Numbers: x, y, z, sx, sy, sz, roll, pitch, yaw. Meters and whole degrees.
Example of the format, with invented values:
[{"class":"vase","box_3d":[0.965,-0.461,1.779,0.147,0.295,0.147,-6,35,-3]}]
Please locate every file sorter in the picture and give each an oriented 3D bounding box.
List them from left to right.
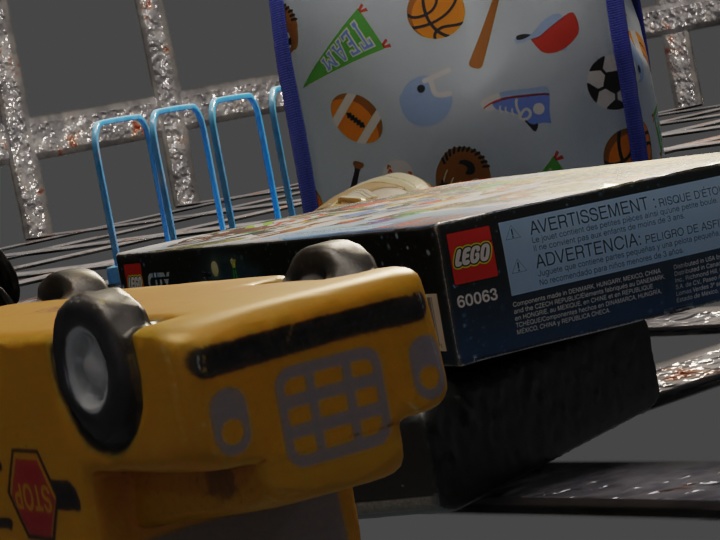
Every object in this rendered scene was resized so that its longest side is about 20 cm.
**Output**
[{"class":"file sorter","box_3d":[-0.085,-0.071,1.762,0.200,0.123,0.139,-10,4,14]}]

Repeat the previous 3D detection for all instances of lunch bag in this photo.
[{"class":"lunch bag","box_3d":[0.052,-0.087,1.100,0.170,0.200,0.124,-11,4,10]}]

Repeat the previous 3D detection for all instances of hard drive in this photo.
[{"class":"hard drive","box_3d":[-0.032,0.046,0.679,0.200,0.033,0.139,-9,4,31]}]

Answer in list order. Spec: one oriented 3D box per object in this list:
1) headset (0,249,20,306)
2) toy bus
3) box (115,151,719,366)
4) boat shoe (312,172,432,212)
[{"class":"headset","box_3d":[-0.178,0.039,0.628,0.200,0.094,0.123,-31,23,-29]},{"class":"toy bus","box_3d":[-0.062,0.041,0.518,0.065,0.078,0.200,-13,5,-36]},{"class":"box","box_3d":[0.030,-0.004,0.698,0.136,0.038,0.200,-13,5,-29]},{"class":"boat shoe","box_3d":[0.000,0.000,0.934,0.069,0.074,0.200,-6,3,-21]}]
